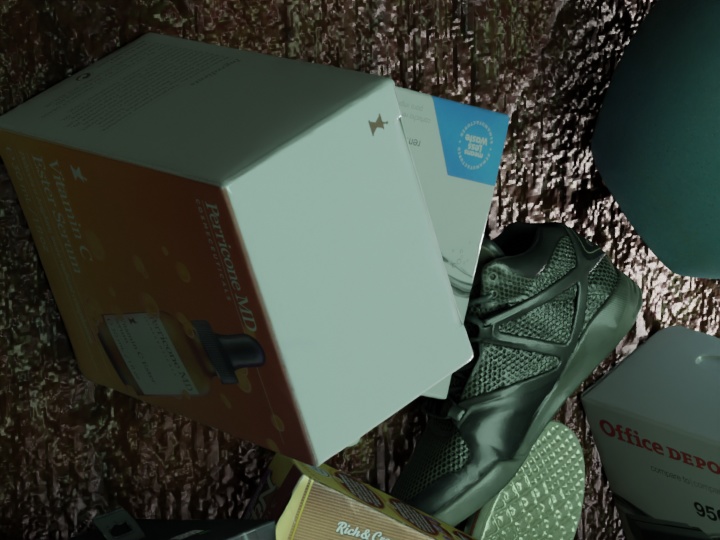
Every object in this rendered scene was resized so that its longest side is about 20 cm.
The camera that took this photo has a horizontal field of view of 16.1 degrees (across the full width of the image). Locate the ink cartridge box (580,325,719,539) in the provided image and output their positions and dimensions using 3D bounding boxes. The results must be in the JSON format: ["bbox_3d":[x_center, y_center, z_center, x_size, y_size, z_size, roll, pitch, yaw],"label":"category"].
[{"bbox_3d":[0.232,0.149,1.546,0.084,0.144,0.201,-36,121,-28],"label":"ink cartridge box"}]

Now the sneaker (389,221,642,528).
[{"bbox_3d":[0.062,0.051,1.431,0.114,0.076,0.200,43,81,-23],"label":"sneaker"}]

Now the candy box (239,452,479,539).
[{"bbox_3d":[0.018,0.191,1.380,0.199,0.056,0.117,28,96,-22],"label":"candy box"}]

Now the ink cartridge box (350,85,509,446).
[{"bbox_3d":[0.000,0.000,1.367,0.115,0.066,0.201,10,94,-42],"label":"ink cartridge box"}]

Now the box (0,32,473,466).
[{"bbox_3d":[-0.064,-0.015,1.222,0.106,0.199,0.153,-33,119,-30],"label":"box"}]

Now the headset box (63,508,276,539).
[{"bbox_3d":[-0.107,0.219,1.244,0.174,0.092,0.202,-13,101,-71],"label":"headset box"}]

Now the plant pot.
[{"bbox_3d":[0.214,-0.072,1.471,0.134,0.201,0.200,-35,129,15],"label":"plant pot"}]

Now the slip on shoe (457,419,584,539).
[{"bbox_3d":[0.067,0.176,1.469,0.074,0.061,0.201,27,86,-35],"label":"slip on shoe"}]
